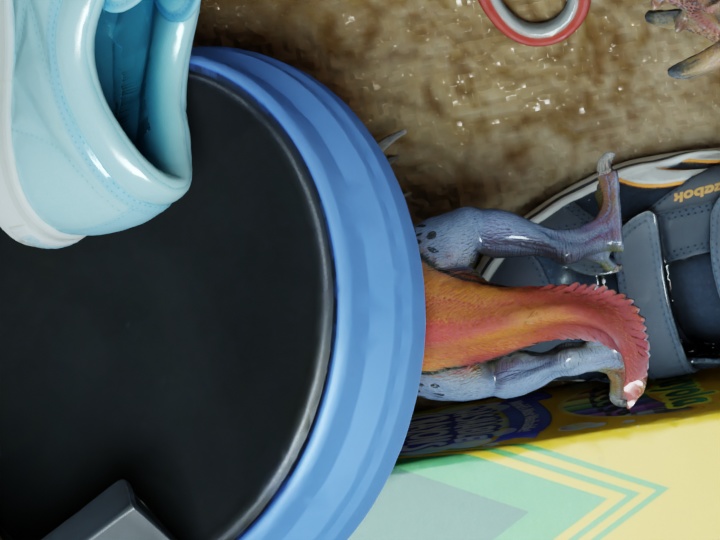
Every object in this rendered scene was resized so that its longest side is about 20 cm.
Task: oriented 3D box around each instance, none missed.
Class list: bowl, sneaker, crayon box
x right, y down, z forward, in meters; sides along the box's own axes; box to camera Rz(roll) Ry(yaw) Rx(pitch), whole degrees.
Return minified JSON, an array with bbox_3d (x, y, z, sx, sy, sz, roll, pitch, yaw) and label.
[{"bbox_3d":[-0.070,0.020,0.920,0.039,0.201,0.201,12,120,-52],"label":"bowl"},{"bbox_3d":[0.134,-0.003,0.969,0.200,0.079,0.078,-20,112,8],"label":"sneaker"},{"bbox_3d":[0.073,0.074,0.968,0.200,0.126,0.052,-9,95,1],"label":"crayon box"},{"bbox_3d":[-0.084,-0.110,0.886,0.082,0.074,0.200,-7,89,35],"label":"sneaker"}]

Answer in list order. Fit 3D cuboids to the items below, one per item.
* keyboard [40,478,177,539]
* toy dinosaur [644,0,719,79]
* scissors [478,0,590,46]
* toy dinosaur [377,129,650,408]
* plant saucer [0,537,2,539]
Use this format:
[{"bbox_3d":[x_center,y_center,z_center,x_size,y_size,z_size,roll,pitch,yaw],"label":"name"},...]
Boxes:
[{"bbox_3d":[-0.135,0.149,0.868,0.200,0.040,0.104,-39,109,12],"label":"keyboard"},{"bbox_3d":[0.142,-0.113,0.882,0.086,0.200,0.136,41,94,15],"label":"toy dinosaur"},{"bbox_3d":[0.012,-0.148,0.941,0.200,0.014,0.073,30,111,-12],"label":"scissors"},{"bbox_3d":[0.000,0.000,0.929,0.181,0.200,0.105,-3,87,0],"label":"toy dinosaur"},{"bbox_3d":[-0.215,0.123,0.892,0.200,0.032,0.200,-1,112,-4],"label":"plant saucer"}]
